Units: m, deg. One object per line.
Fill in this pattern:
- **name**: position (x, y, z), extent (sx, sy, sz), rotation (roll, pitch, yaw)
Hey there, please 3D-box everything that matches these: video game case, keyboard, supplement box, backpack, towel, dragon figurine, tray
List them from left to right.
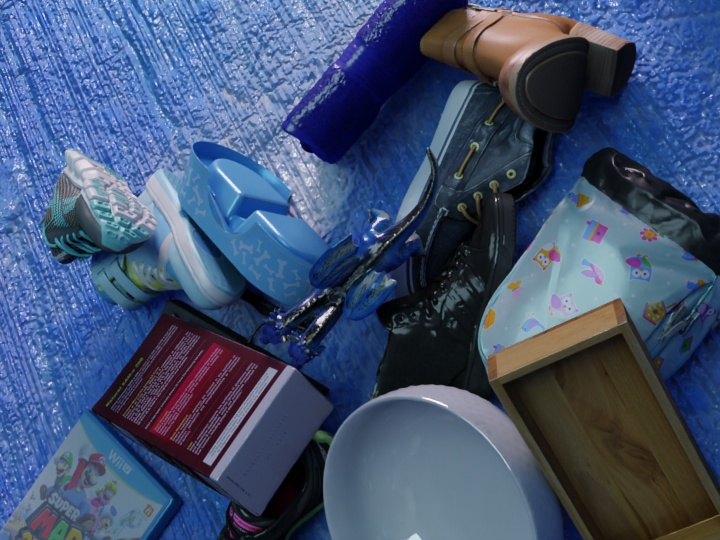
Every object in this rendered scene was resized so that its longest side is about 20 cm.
- **video game case**: position (-0.266, 0.249, 1.171), extent (0.143, 0.018, 0.200), rotation (37, 92, 34)
- **supplement box**: position (-0.126, 0.113, 1.053), extent (0.200, 0.061, 0.109), rotation (18, 67, 48)
- **keyboard**: position (-0.109, 0.074, 1.145), extent (0.200, 0.021, 0.127), rotation (27, 87, 32)
- **dragon figurine**: position (0.000, 0.000, 0.986), extent (0.059, 0.099, 0.200), rotation (44, 123, 0)
- **towel**: position (0.019, -0.178, 1.098), extent (0.050, 0.148, 0.200), rotation (41, 96, 3)
- **backpack**: position (0.176, 0.024, 0.942), extent (0.167, 0.127, 0.200), rotation (40, 98, 30)
- **tray**: position (0.176, 0.122, 0.874), extent (0.098, 0.200, 0.037), rotation (-25, 25, 15)

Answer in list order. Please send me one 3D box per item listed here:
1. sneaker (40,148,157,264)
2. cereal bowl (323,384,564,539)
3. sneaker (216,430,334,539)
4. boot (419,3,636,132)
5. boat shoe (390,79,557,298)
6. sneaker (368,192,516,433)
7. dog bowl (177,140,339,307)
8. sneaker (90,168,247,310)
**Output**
- **sneaker**: position (-0.244, -0.040, 1.152), extent (0.091, 0.077, 0.200), rotation (-58, 26, 5)
- **cereal bowl**: position (0.071, 0.177, 0.950), extent (0.200, 0.083, 0.201), rotation (14, 111, 40)
- **sneaker**: position (-0.091, 0.213, 1.048), extent (0.077, 0.084, 0.200), rotation (30, 88, 34)
- **boot**: position (0.114, -0.173, 1.012), extent (0.155, 0.200, 0.077), rotation (20, 121, 27)
- **boat shoe**: position (0.095, -0.061, 1.048), extent (0.091, 0.071, 0.201), rotation (15, 80, 32)
- **sneaker**: position (0.060, 0.033, 1.008), extent (0.104, 0.060, 0.201), rotation (8, 96, 1)
- **dog bowl**: position (-0.088, -0.039, 1.124), extent (0.200, 0.111, 0.050), rotation (46, 111, 32)
- **sneaker**: position (-0.181, 0.005, 1.163), extent (0.131, 0.079, 0.200), rotation (-46, 35, 10)
